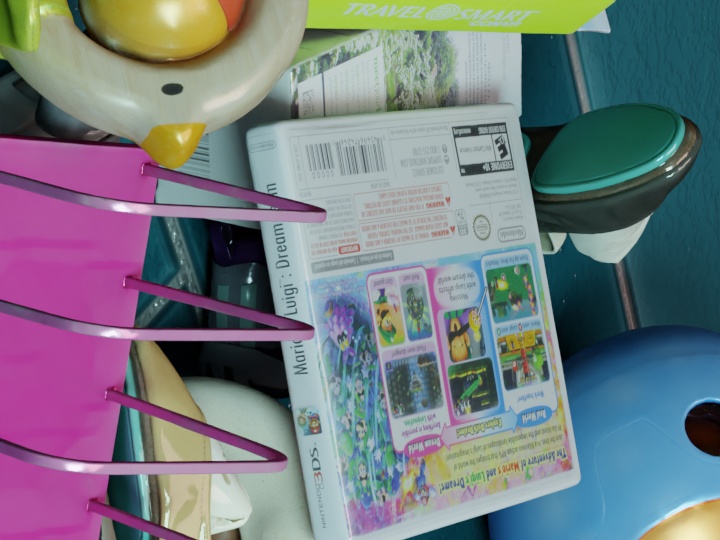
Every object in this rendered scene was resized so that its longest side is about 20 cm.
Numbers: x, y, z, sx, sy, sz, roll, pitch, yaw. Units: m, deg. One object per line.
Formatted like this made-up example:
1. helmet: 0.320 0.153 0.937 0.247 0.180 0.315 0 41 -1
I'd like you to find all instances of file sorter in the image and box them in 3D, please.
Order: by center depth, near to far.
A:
1. file sorter: -0.103 0.058 1.079 0.139 0.125 0.201 2 100 -50

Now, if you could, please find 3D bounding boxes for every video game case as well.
1. video game case: 0.027 0.020 1.270 0.200 0.024 0.183 -9 90 -57

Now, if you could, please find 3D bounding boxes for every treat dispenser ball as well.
1. treat dispenser ball: 0.169 0.131 1.563 0.201 0.200 0.202 -25 121 -51

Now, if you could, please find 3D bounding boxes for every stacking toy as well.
1. stacking toy: -0.049 0.122 1.320 0.200 0.146 0.147 7 95 -73

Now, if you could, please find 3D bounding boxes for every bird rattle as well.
1. bird rattle: -0.096 -0.124 1.119 0.200 0.163 0.113 -53 -178 -39

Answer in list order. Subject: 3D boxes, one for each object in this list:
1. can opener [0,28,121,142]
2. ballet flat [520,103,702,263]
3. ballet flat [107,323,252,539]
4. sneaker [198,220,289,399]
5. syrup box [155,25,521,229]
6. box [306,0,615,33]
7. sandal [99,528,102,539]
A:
1. can opener: -0.154 -0.050 1.128 0.200 0.053 0.067 -36 158 -46
2. ballet flat: 0.096 -0.040 1.392 0.068 0.200 0.068 53 56 -30
3. ballet flat: -0.073 0.121 1.197 0.063 0.069 0.201 -3 92 -22
4. sneaker: 0.000 0.000 1.381 0.200 0.074 0.088 -18 110 -53
5. syrup box: -0.007 -0.088 1.328 0.200 0.081 0.079 -31 126 -51
6. box: 0.032 -0.169 1.287 0.199 0.048 0.122 -2 71 -34
7. sandal: -0.127 0.084 1.205 0.045 0.075 0.201 8 93 -16
